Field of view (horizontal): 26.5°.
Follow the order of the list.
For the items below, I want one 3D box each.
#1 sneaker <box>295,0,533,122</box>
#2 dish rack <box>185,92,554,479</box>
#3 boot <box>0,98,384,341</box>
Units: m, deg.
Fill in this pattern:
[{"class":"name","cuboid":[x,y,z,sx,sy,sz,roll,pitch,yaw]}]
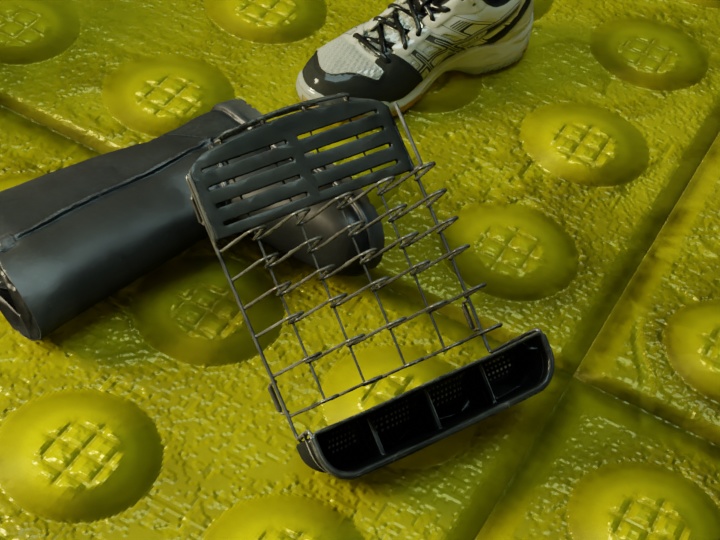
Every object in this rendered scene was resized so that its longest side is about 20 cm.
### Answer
[{"class":"sneaker","cuboid":[0.039,-0.171,1.049,0.199,0.088,0.076,-28,57,-31]},{"class":"dish rack","cuboid":[0.000,0.000,0.832,0.153,0.055,0.201,-21,85,-27]},{"class":"boot","cuboid":[-0.110,-0.017,0.879,0.199,0.066,0.165,-25,46,-34]}]
